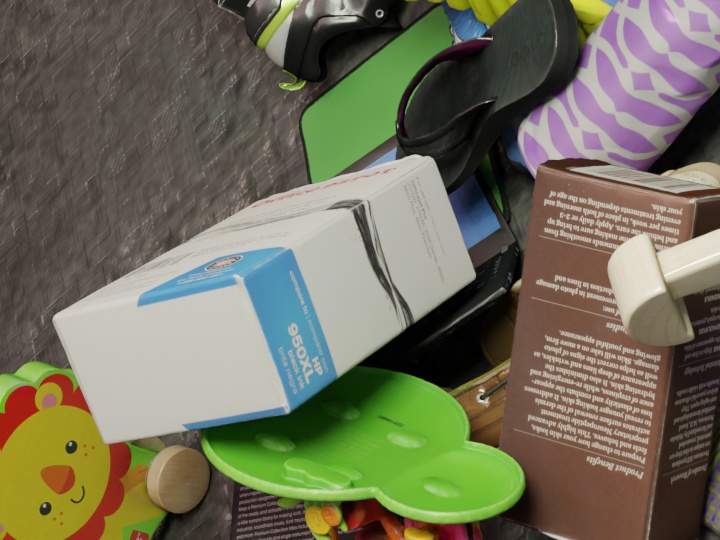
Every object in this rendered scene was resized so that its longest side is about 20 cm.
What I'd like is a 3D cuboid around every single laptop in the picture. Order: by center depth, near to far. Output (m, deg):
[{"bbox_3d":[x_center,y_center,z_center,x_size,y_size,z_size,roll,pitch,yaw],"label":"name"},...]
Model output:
[{"bbox_3d":[0.000,0.000,1.399,0.177,0.103,0.200,-34,6,14],"label":"laptop"}]

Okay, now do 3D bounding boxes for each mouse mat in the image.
[{"bbox_3d":[0.026,-0.069,1.515,0.161,0.008,0.200,-35,51,33],"label":"mouse mat"}]

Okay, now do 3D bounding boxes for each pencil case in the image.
[{"bbox_3d":[0.173,-0.119,1.277,0.200,0.085,0.084,-48,39,38],"label":"pencil case"}]

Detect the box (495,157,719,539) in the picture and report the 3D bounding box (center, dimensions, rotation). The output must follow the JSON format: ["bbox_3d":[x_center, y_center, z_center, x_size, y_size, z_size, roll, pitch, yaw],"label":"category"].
[{"bbox_3d":[0.140,0.046,1.212,0.100,0.075,0.200,15,103,34],"label":"box"}]

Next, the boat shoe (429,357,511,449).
[{"bbox_3d":[0.049,0.099,1.346,0.200,0.072,0.068,-22,83,22],"label":"boat shoe"}]

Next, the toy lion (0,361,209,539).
[{"bbox_3d":[-0.209,0.169,1.530,0.069,0.192,0.200,14,85,49],"label":"toy lion"}]

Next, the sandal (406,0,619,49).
[{"bbox_3d":[0.083,-0.196,1.359,0.200,0.080,0.087,26,71,26],"label":"sandal"}]

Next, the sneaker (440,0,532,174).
[{"bbox_3d":[0.078,-0.139,1.432,0.089,0.078,0.200,-47,46,20],"label":"sneaker"}]

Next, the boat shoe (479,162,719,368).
[{"bbox_3d":[0.145,0.004,1.315,0.072,0.065,0.200,45,134,1],"label":"boat shoe"}]

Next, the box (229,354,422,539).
[{"bbox_3d":[-0.024,0.151,1.457,0.143,0.036,0.200,-14,65,42],"label":"box"}]

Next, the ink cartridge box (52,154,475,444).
[{"bbox_3d":[-0.050,0.015,1.270,0.144,0.200,0.084,-12,104,39],"label":"ink cartridge box"}]

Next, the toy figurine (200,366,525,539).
[{"bbox_3d":[0.006,0.175,1.260,0.200,0.150,0.184,19,121,39],"label":"toy figurine"}]

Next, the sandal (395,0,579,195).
[{"bbox_3d":[0.059,-0.107,1.334,0.200,0.048,0.075,-45,49,52],"label":"sandal"}]

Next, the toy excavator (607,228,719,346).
[{"bbox_3d":[0.247,-0.012,1.103,0.194,0.200,0.100,-36,50,32],"label":"toy excavator"}]

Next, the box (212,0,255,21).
[{"bbox_3d":[-0.057,-0.294,1.636,0.200,0.086,0.164,-58,42,13],"label":"box"}]

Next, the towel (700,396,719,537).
[{"bbox_3d":[0.222,0.080,1.228,0.144,0.023,0.200,-58,42,12],"label":"towel"}]

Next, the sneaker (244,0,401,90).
[{"bbox_3d":[0.009,-0.206,1.560,0.200,0.072,0.083,-43,88,12],"label":"sneaker"}]
